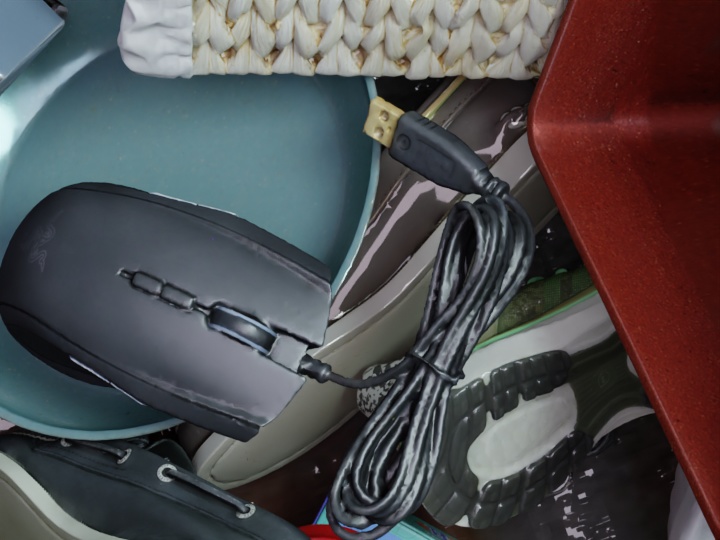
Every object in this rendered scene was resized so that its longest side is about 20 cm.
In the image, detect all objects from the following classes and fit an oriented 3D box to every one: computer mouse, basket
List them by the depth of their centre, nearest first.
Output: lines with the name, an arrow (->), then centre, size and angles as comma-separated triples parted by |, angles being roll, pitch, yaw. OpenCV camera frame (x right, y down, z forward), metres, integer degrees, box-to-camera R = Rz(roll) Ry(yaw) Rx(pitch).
basket -> 0.004, -0.191, 0.909 | 0.160, 0.200, 0.199 | 6, 57, -3
computer mouse -> -0.039, -0.008, 0.911 | 0.199, 0.046, 0.141 | 27, 84, 30

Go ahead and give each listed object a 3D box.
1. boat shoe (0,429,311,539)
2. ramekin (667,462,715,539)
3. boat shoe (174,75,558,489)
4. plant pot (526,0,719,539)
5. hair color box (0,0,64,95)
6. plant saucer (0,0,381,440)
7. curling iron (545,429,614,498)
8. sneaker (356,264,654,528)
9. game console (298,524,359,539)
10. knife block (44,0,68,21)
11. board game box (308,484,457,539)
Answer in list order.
boat shoe -> -0.081, 0.091, 0.959 | 0.066, 0.199, 0.075 | -34, 113, -24
ramekin -> 0.203, 0.101, 0.957 | 0.201, 0.094, 0.204 | -1, 107, -4
boat shoe -> 0.000, 0.000, 0.999 | 0.200, 0.072, 0.060 | -45, 68, 7
plant pot -> 0.188, -0.052, 0.831 | 0.175, 0.200, 0.201 | -2, 46, -21
hair color box -> -0.210, -0.052, 0.957 | 0.099, 0.061, 0.200 | 44, 120, -6
plant saucer -> -0.078, -0.028, 0.984 | 0.199, 0.036, 0.201 | -8, 67, 20
curling iron -> 0.144, 0.054, 1.011 | 0.199, 0.026, 0.050 | -7, 54, -2
sneaker -> 0.081, 0.018, 0.989 | 0.199, 0.089, 0.077 | -25, 123, -24
game console -> -0.037, 0.212, 0.974 | 0.200, 0.031, 0.177 | -35, 91, 3
knife block -> -0.181, -0.178, 0.990 | 0.175, 0.064, 0.201 | -17, 89, 12
board game box -> 0.009, 0.203, 1.006 | 0.152, 0.045, 0.201 | 29, 91, 2
